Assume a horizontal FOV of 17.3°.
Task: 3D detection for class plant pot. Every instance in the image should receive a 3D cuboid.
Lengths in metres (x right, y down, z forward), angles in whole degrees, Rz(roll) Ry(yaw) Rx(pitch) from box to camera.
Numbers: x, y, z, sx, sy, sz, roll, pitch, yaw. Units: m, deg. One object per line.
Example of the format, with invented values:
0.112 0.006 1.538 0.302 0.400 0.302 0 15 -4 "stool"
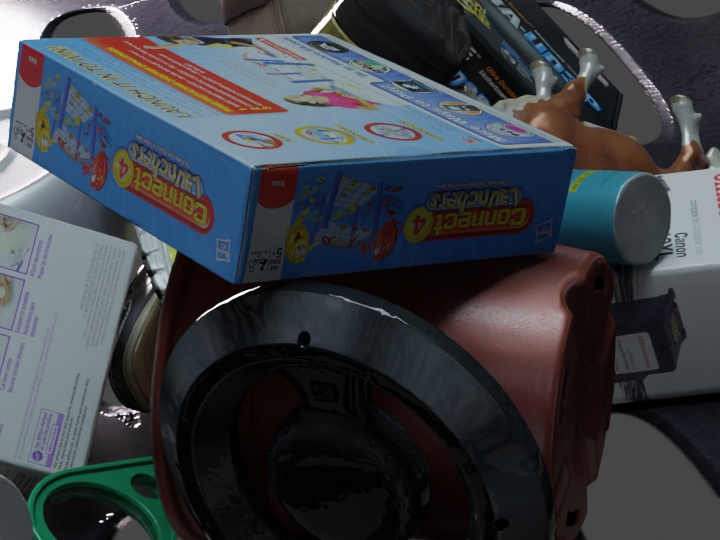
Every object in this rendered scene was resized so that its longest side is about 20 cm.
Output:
0.021 0.054 1.198 0.195 0.201 0.201 7 27 16 "plant pot"

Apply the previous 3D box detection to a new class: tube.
0.082 -0.036 1.335 0.200 0.051 0.077 7 19 44 "tube"

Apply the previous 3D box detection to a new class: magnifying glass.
-0.112 0.117 1.270 0.079 0.022 0.200 32 32 12 "magnifying glass"

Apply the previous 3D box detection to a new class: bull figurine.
0.138 -0.071 1.461 0.065 0.200 0.122 -45 17 56 "bull figurine"

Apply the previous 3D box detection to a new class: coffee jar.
-0.018 -0.094 1.438 0.200 0.085 0.104 -49 4 23 "coffee jar"

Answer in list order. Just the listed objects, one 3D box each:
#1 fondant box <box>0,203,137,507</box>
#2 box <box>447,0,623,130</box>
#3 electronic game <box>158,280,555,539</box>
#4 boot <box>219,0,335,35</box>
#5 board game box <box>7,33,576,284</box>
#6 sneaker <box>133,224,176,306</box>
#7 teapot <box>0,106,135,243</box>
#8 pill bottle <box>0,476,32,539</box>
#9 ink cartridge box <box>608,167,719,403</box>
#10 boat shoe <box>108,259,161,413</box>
-0.236 0.031 1.296 0.199 0.145 0.058 17 -24 -13 "fondant box"
0.094 -0.150 1.624 0.046 0.200 0.159 -39 12 23 "box"
-0.004 0.093 1.082 0.199 0.201 0.042 4 32 29 "electronic game"
-0.063 -0.139 1.619 0.200 0.147 0.070 -30 -11 36 "boot"
-0.035 -0.060 1.143 0.195 0.056 0.200 -6 24 -39 "board game box"
-0.078 -0.016 1.359 0.090 0.078 0.200 -25 66 2 "sneaker"
-0.220 -0.001 1.453 0.200 0.146 0.197 -24 26 -17 "teapot"
-0.269 0.134 1.186 0.199 0.113 0.112 4 26 28 "pill bottle"
0.138 0.011 1.361 0.199 0.085 0.145 -7 24 8 "ink cartridge box"
-0.117 0.030 1.447 0.065 0.072 0.200 -17 25 23 "boat shoe"
